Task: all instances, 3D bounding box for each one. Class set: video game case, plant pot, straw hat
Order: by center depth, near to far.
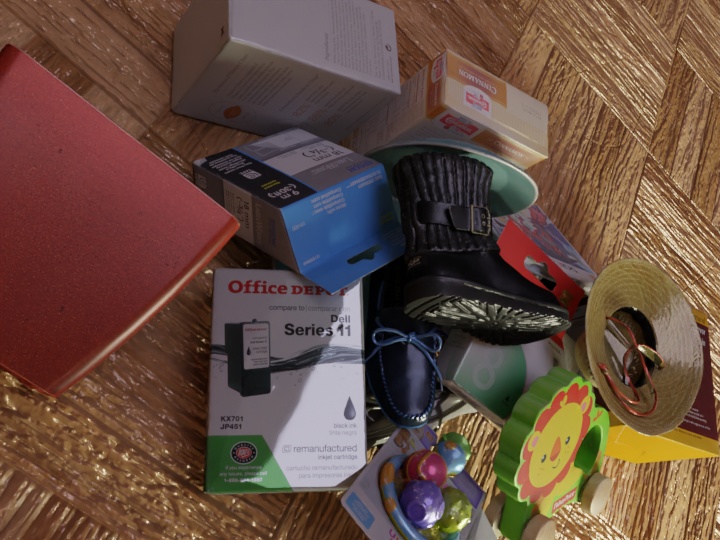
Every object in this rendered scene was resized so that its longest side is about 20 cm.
[{"bbox_3d":[-0.248,-0.013,0.562,0.199,0.200,0.177,39,68,-19],"label":"plant pot"},{"bbox_3d":[0.298,0.092,0.835,0.200,0.085,0.203,9,71,-27],"label":"straw hat"},{"bbox_3d":[0.208,-0.053,0.935,0.181,0.023,0.201,19,28,-30],"label":"video game case"}]

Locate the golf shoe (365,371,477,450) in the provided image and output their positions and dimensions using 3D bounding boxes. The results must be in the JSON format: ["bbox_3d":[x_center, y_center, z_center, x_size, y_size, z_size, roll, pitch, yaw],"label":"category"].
[{"bbox_3d":[0.056,0.161,0.796,0.199,0.078,0.095,7,88,-33],"label":"golf shoe"}]

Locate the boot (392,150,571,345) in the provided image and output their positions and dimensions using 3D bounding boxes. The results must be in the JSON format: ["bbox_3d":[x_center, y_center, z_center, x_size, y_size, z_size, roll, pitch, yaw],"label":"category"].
[{"bbox_3d":[0.123,-0.021,0.712,0.210,0.079,0.159,19,57,-36],"label":"boot"}]

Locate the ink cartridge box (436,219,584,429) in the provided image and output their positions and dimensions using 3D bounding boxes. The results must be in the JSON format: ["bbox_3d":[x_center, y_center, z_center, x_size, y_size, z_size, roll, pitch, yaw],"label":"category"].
[{"bbox_3d":[0.182,0.070,0.800,0.161,0.050,0.201,38,76,-29],"label":"ink cartridge box"}]

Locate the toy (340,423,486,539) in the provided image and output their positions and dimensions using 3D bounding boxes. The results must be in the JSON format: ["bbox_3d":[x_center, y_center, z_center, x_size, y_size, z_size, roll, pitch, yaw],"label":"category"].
[{"bbox_3d":[0.067,0.194,0.646,0.115,0.047,0.200,49,21,6],"label":"toy"}]

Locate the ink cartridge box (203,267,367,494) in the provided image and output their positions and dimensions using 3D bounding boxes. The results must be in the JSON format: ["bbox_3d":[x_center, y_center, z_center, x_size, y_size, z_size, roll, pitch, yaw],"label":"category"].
[{"bbox_3d":[-0.071,0.103,0.676,0.145,0.083,0.202,1,72,-11],"label":"ink cartridge box"}]

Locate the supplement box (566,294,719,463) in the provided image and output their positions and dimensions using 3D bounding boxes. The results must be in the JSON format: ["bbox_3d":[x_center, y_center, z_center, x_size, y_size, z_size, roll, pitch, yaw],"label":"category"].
[{"bbox_3d":[0.364,0.139,0.979,0.196,0.132,0.202,21,63,-29],"label":"supplement box"}]

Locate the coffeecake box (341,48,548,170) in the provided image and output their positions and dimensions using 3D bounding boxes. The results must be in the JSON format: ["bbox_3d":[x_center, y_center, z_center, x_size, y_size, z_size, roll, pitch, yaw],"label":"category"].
[{"bbox_3d":[0.092,-0.148,0.840,0.153,0.200,0.074,19,63,-30],"label":"coffeecake box"}]

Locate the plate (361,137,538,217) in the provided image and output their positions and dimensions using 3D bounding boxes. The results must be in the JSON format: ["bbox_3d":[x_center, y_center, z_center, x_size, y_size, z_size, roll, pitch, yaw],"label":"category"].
[{"bbox_3d":[0.094,-0.103,0.785,0.199,0.200,0.026,20,75,-29],"label":"plate"}]

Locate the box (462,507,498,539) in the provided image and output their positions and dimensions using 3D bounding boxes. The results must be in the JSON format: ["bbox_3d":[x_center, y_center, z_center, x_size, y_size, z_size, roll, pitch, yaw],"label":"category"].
[{"bbox_3d":[0.102,0.358,0.697,0.201,0.124,0.097,62,20,-1],"label":"box"}]

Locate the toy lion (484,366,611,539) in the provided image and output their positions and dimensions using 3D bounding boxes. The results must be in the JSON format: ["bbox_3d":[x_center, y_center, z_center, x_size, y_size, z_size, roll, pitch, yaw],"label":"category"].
[{"bbox_3d":[0.207,0.190,0.762,0.199,0.068,0.193,-11,114,-44],"label":"toy lion"}]

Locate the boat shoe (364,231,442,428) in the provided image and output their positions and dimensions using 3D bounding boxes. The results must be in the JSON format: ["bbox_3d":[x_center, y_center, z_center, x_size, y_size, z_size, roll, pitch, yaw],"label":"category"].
[{"bbox_3d":[0.036,0.052,0.716,0.083,0.069,0.201,-2,61,-15],"label":"boat shoe"}]

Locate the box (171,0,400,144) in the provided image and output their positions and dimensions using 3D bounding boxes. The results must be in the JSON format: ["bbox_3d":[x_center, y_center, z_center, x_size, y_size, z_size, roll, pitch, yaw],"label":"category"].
[{"bbox_3d":[-0.081,-0.225,0.771,0.199,0.152,0.107,9,69,-34],"label":"box"}]

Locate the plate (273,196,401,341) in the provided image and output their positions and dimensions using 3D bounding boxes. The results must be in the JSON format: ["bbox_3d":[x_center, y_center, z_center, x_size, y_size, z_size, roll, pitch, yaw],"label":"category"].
[{"bbox_3d":[0.000,0.000,0.798,0.198,0.026,0.202,6,67,-14],"label":"plate"}]

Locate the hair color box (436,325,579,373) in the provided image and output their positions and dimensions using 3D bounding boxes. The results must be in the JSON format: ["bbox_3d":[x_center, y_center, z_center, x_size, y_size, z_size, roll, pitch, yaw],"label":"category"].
[{"bbox_3d":[0.173,0.086,0.876,0.200,0.065,0.110,43,69,-22],"label":"hair color box"}]

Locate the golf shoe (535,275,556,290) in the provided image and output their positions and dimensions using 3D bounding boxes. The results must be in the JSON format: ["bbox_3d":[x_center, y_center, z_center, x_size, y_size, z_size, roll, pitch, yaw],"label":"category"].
[{"bbox_3d":[0.190,-0.007,0.932,0.199,0.092,0.073,31,59,-22],"label":"golf shoe"}]

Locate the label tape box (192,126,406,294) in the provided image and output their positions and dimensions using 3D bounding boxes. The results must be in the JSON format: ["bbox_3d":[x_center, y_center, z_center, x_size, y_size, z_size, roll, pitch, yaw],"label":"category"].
[{"bbox_3d":[-0.049,-0.070,0.719,0.144,0.199,0.064,-29,135,-39],"label":"label tape box"}]
